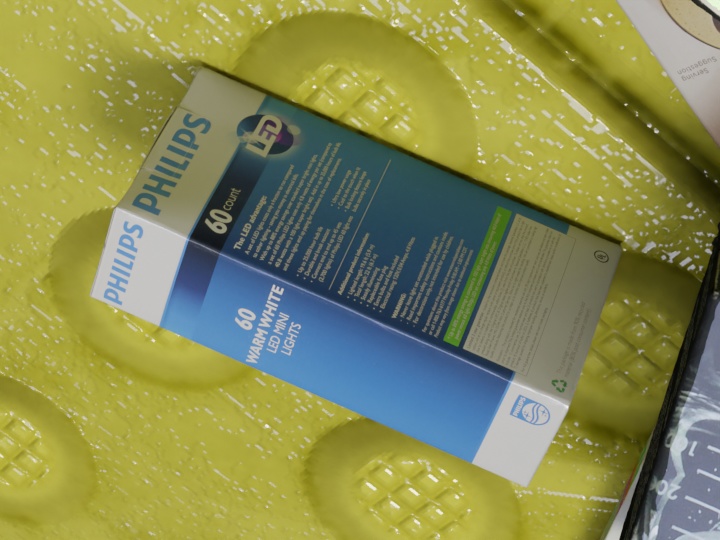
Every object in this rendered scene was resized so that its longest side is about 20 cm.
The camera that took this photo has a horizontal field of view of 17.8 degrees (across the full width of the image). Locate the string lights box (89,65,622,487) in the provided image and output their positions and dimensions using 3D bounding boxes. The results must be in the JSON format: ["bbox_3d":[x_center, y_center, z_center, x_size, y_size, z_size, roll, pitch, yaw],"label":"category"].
[{"bbox_3d":[0.000,0.000,0.964,0.199,0.103,0.059,24,135,2],"label":"string lights box"}]

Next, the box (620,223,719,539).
[{"bbox_3d":[0.209,0.102,0.906,0.199,0.124,0.197,17,115,7],"label":"box"}]

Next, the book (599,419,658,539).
[{"bbox_3d":[0.170,0.159,1.078,0.133,0.048,0.200,21,137,5],"label":"book"}]

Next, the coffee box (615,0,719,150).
[{"bbox_3d":[0.148,-0.127,0.809,0.113,0.080,0.200,-23,118,34],"label":"coffee box"}]

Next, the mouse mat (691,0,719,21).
[{"bbox_3d":[0.227,-0.097,0.753,0.200,0.008,0.161,33,123,-12],"label":"mouse mat"}]
